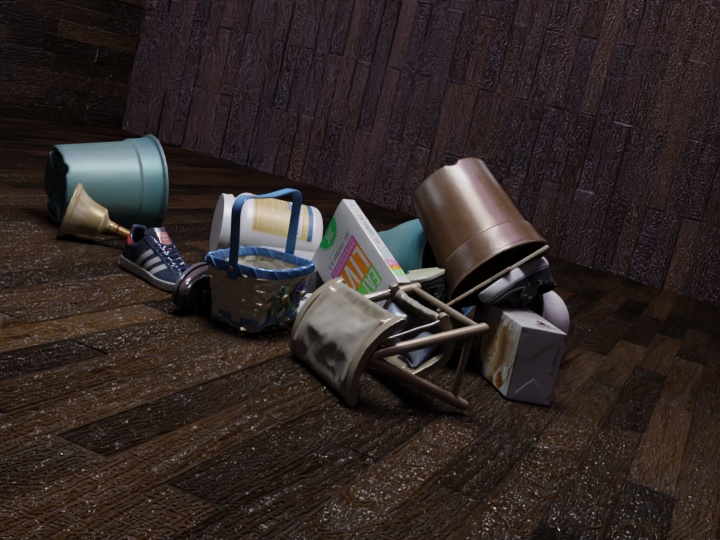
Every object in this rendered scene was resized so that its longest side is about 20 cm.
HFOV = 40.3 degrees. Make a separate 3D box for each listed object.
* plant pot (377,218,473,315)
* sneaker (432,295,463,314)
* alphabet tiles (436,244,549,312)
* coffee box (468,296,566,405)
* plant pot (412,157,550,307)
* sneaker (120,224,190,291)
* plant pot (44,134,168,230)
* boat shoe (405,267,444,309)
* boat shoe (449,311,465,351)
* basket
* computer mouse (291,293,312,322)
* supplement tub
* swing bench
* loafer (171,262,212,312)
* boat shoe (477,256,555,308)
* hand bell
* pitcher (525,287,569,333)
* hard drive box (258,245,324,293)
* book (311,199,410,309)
[{"bbox_3d":[0.110,-0.007,1.906,0.186,0.204,0.198,2,-1,43],"label":"plant pot"},{"bbox_3d":[0.098,0.071,1.746,0.197,0.077,0.076,15,-2,-29],"label":"sneaker"},{"bbox_3d":[0.218,0.013,1.587,0.008,0.198,0.167,59,10,6],"label":"alphabet tiles"},{"bbox_3d":[0.240,0.121,1.546,0.078,0.116,0.200,10,9,-14],"label":"coffee box"},{"bbox_3d":[0.198,-0.074,1.715,0.199,0.200,0.200,3,53,-49],"label":"plant pot"},{"bbox_3d":[-0.325,-0.023,1.631,0.198,0.086,0.074,21,12,33],"label":"sneaker"},{"bbox_3d":[-0.505,-0.168,1.929,0.193,0.204,0.199,-3,17,-33],"label":"plant pot"},{"bbox_3d":[0.104,0.033,1.612,0.073,0.067,0.199,-8,2,-1],"label":"boat shoe"},{"bbox_3d":[0.154,0.097,1.696,0.197,0.066,0.072,8,11,-31],"label":"boat shoe"},{"bbox_3d":[-0.147,-0.019,1.487,0.137,0.204,0.176,10,14,27],"label":"basket"},{"bbox_3d":[-0.077,0.056,1.573,0.198,0.044,0.109,21,41,32],"label":"computer mouse"},{"bbox_3d":[-0.185,-0.069,1.915,0.197,0.147,0.145,11,10,-18],"label":"supplement tub"},{"bbox_3d":[0.033,0.095,1.348,0.197,0.132,0.198,8,12,-30],"label":"swing bench"},{"bbox_3d":[-0.225,0.029,1.536,0.062,0.073,0.200,21,8,15],"label":"loafer"},{"bbox_3d":[0.259,0.027,1.576,0.199,0.068,0.057,-21,77,-51],"label":"boat shoe"},{"bbox_3d":[-0.444,-0.072,1.803,0.197,0.105,0.104,24,7,-15],"label":"hand bell"},{"bbox_3d":[0.308,0.106,1.741,0.119,0.175,0.200,-14,-19,18],"label":"pitcher"},{"bbox_3d":[-0.073,0.020,1.774,0.197,0.078,0.155,6,13,-36],"label":"hard drive box"},{"bbox_3d":[0.000,0.000,1.600,0.047,0.135,0.201,0,41,-37],"label":"book"}]
